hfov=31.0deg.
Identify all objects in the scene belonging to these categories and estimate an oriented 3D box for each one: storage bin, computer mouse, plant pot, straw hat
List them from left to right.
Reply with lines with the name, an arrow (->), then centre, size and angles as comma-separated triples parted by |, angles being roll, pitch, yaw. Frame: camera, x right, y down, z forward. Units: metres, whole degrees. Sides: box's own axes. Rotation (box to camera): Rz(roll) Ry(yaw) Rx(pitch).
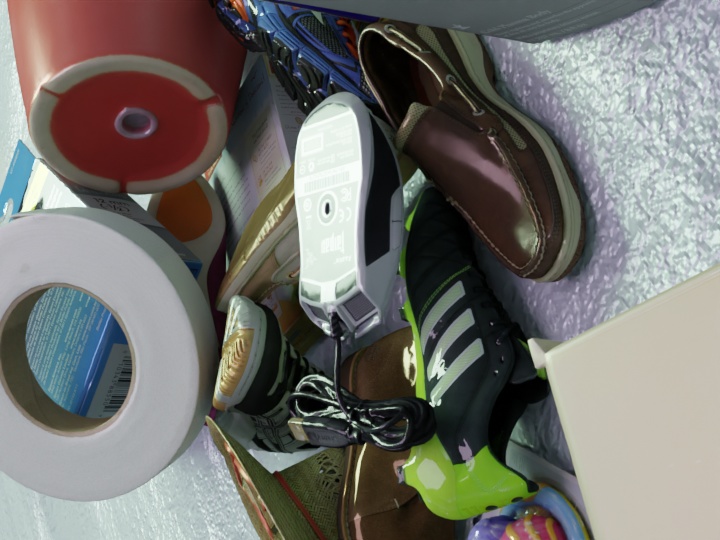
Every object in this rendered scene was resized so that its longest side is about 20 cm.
plant pot -> -0.170, -0.167, 0.968 | 0.201, 0.200, 0.178 | 122, 150, -44
straw hat -> -0.017, 0.163, 0.838 | 0.201, 0.085, 0.201 | 56, 165, 23
computer mouse -> 0.000, 0.000, 0.727 | 0.109, 0.044, 0.201 | -9, 79, 53
storage bin -> 0.169, 0.103, 0.415 | 0.094, 0.198, 0.201 | -32, 62, 37

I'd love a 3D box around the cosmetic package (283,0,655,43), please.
cosmetic package -> 0.038, -0.172, 0.630 | 0.107, 0.199, 0.091 | -6, 85, 61

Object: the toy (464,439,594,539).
toy -> 0.097, 0.166, 0.688 | 0.200, 0.047, 0.116 | 20, 106, 58

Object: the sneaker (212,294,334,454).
sneaker -> -0.052, 0.073, 0.872 | 0.200, 0.087, 0.076 | 103, 177, -69

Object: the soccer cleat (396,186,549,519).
soccer cleat -> 0.064, 0.041, 0.736 | 0.081, 0.068, 0.201 | -12, 63, 23

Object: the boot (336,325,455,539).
boot -> 0.033, 0.127, 0.776 | 0.075, 0.073, 0.201 | -36, 52, 44

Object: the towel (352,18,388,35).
towel -> -0.005, -0.225, 0.890 | 0.086, 0.018, 0.200 | -63, 39, 38

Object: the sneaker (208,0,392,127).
sneaker -> -0.032, -0.164, 0.855 | 0.200, 0.078, 0.075 | 49, 171, 29

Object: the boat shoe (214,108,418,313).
boat shoe -> -0.031, -0.025, 0.840 | 0.200, 0.069, 0.074 | -48, 19, 44

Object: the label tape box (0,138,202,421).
label tape box -> -0.216, 0.007, 0.986 | 0.200, 0.066, 0.144 | 39, 113, 43

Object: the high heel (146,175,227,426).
high heel -> -0.129, 0.020, 1.015 | 0.096, 0.067, 0.201 | 95, 162, -62

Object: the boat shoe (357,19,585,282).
boat shoe -> 0.052, -0.070, 0.734 | 0.203, 0.075, 0.075 | 62, 141, 39

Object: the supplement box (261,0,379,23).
supplement box -> 0.004, -0.259, 0.767 | 0.200, 0.103, 0.101 | -51, 46, 42

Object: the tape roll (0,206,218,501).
tape roll -> -0.195, 0.057, 0.887 | 0.202, 0.037, 0.204 | 3, 101, 17

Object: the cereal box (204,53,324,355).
cereal box -> -0.065, -0.041, 0.978 | 0.144, 0.039, 0.201 | -47, 51, 52
